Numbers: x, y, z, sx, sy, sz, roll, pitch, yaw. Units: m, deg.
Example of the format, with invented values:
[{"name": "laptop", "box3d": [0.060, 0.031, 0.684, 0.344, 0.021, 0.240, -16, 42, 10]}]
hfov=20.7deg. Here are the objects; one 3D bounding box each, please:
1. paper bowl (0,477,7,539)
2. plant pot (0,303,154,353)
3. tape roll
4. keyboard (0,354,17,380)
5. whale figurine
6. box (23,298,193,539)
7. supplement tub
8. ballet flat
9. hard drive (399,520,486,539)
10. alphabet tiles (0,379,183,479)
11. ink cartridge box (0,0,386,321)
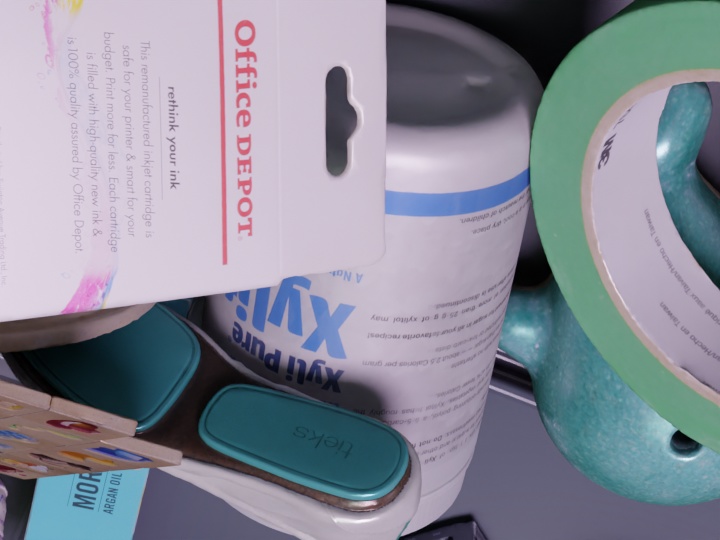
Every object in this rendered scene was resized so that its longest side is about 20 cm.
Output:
[{"name": "paper bowl", "box3d": [-0.264, 0.138, 0.890, 0.200, 0.105, 0.201, 3, 167, 1]}, {"name": "plant pot", "box3d": [-0.161, -0.093, 0.764, 0.199, 0.201, 0.184, 10, 111, -4]}, {"name": "tape roll", "box3d": [0.155, -0.016, 0.727, 0.200, 0.048, 0.201, 27, 135, 31]}, {"name": "keyboard", "box3d": [-0.103, 0.048, 0.944, 0.199, 0.011, 0.056, 20, 116, -10]}, {"name": "whale figurine", "box3d": [0.131, 0.016, 0.856, 0.158, 0.104, 0.201, -10, 121, 9]}, {"name": "box", "box3d": [-0.119, 0.074, 0.906, 0.049, 0.082, 0.201, 12, 117, -8]}, {"name": "supplement tub", "box3d": [0.000, 0.000, 0.837, 0.131, 0.132, 0.201, 8, 121, -3]}, {"name": "ballet flat", "box3d": [-0.066, 0.064, 0.793, 0.199, 0.069, 0.070, 24, 125, 20]}, {"name": "hard drive", "box3d": [-0.003, 0.216, 1.025, 0.199, 0.042, 0.135, -24, 118, 16]}, {"name": "alphabet tiles", "box3d": [-0.167, 0.051, 0.740, 0.167, 0.008, 0.200, 20, 163, -26]}, {"name": "ink cartridge box", "box3d": [-0.092, -0.050, 0.679, 0.199, 0.067, 0.118, -7, 106, -26]}]
